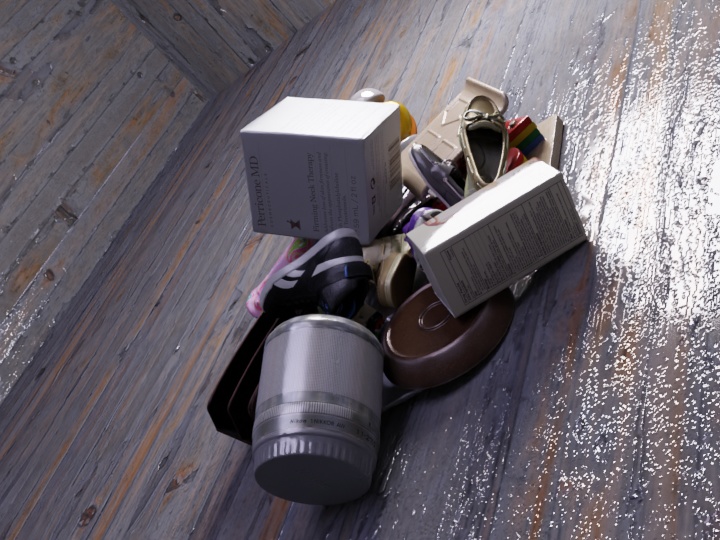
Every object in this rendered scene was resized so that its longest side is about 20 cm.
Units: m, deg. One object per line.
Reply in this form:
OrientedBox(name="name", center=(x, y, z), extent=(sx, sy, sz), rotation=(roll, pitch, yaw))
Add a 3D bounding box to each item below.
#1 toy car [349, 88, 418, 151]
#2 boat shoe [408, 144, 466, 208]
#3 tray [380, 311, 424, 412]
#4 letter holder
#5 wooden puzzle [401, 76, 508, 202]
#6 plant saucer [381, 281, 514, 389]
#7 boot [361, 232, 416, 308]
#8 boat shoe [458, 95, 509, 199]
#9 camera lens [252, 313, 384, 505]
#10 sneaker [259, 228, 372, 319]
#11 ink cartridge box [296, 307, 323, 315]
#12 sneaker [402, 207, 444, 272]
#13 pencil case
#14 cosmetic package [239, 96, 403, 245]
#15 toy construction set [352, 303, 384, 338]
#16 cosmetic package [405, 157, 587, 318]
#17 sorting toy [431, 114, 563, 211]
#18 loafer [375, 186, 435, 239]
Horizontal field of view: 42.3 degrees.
OrientedBox(name="toy car", center=(0.025, -0.234, 1.788), extent=(0.200, 0.176, 0.150), rotation=(-41, -12, 12))
OrientedBox(name="boat shoe", center=(0.144, -0.110, 1.315), extent=(0.057, 0.201, 0.067), rotation=(-41, -16, 25))
OrientedBox(name="tray", center=(0.069, 0.110, 1.271), extent=(0.107, 0.022, 0.201), rotation=(-35, 25, 29))
OrientedBox(name="letter holder", center=(-0.143, 0.142, 1.401), extent=(0.099, 0.143, 0.201), rotation=(17, 58, 21))
OrientedBox(name="wooden puzzle", center=(0.143, -0.200, 1.452), extent=(0.201, 0.046, 0.185), rotation=(-49, 22, 6))
OrientedBox(name="plant saucer", center=(0.105, 0.068, 1.216), extent=(0.198, 0.035, 0.201), rotation=(-27, 29, 16))
OrientedBox(name="boot", center=(0.000, 0.000, 1.366), extent=(0.153, 0.074, 0.201), rotation=(-2, 25, 11))
OrientedBox(name="boat shoe", center=(0.172, -0.173, 1.286), extent=(0.064, 0.072, 0.203), rotation=(93, -176, -56))
OrientedBox(name="camera lens", center=(-0.052, 0.169, 1.167), extent=(0.159, 0.159, 0.203), rotation=(-28, 43, 37))
OrientedBox(name="sneaker", center=(-0.065, 0.040, 1.308), extent=(0.200, 0.072, 0.113), rotation=(-41, 56, 33))
OrientedBox(name="ink cartridge box", center=(-0.087, 0.040, 1.611), extent=(0.147, 0.048, 0.200), rotation=(-56, 24, 4))
OrientedBox(name="sneaker", center=(0.087, -0.043, 1.295), extent=(0.081, 0.083, 0.200), rotation=(-50, -17, -5))
OrientedBox(name="pencil case", center=(-0.104, 0.001, 1.523), extent=(0.201, 0.087, 0.088), rotation=(-53, 20, 16))
OrientedBox(name="cosmetic package", center=(-0.053, -0.156, 1.420), extent=(0.197, 0.170, 0.167), rotation=(6, 29, 21))
OrientedBox(name="toy construction set", center=(-0.029, 0.116, 1.358), extent=(0.201, 0.091, 0.132), rotation=(-64, -5, -53))
OrientedBox(name="cosmetic package", center=(0.171, -0.044, 1.176), extent=(0.198, 0.104, 0.087), rotation=(-29, 24, -3))
OrientedBox(name="sorting toy", center=(0.199, -0.147, 1.405), extent=(0.197, 0.070, 0.201), rotation=(-29, 27, 36))
OrientedBox(name="loafer", center=(0.065, -0.063, 1.513), extent=(0.062, 0.072, 0.202), rotation=(14, 54, 18))
